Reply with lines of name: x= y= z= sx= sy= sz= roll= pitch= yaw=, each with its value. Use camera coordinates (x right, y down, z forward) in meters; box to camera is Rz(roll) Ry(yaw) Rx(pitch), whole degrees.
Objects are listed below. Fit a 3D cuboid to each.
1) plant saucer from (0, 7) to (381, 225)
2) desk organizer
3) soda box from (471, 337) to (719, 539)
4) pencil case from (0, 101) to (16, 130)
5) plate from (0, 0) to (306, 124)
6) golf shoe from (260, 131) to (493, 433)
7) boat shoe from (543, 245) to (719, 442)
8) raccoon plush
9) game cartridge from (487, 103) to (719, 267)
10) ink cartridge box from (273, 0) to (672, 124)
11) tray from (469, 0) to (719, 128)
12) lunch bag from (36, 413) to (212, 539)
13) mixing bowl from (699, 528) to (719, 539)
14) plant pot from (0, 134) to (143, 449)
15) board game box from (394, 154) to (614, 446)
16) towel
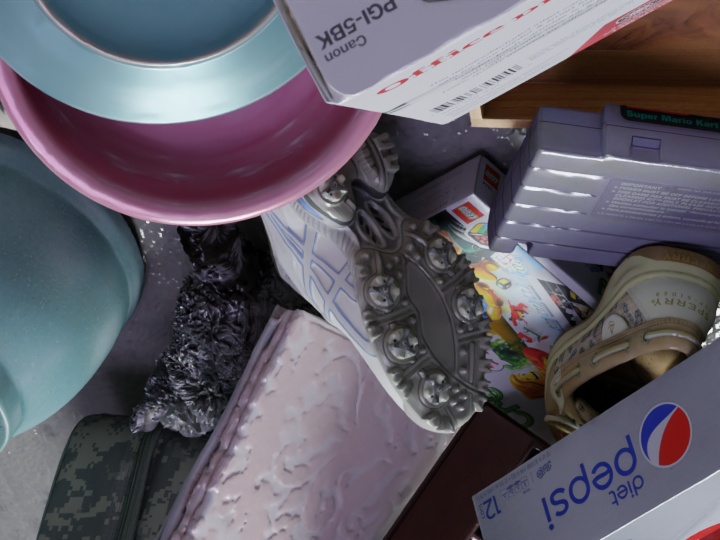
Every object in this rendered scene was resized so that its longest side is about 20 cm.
plant saucer: x=-0.080 y=-0.123 z=0.910 sx=0.200 sy=0.051 sz=0.201 roll=-3 pitch=109 yaw=-8
desk organizer: x=0.054 y=0.183 z=1.110 sx=0.072 sy=0.200 sz=0.077 roll=36 pitch=178 yaw=-23
soda box: x=0.154 y=0.106 z=0.985 sx=0.068 sy=0.064 sz=0.200 roll=15 pitch=139 yaw=-41
pencil case: x=-0.182 y=-0.119 z=0.985 sx=0.200 sy=0.078 sz=0.090 roll=14 pitch=124 yaw=1
plate: x=-0.091 y=-0.161 z=0.856 sx=0.200 sy=0.026 sz=0.200 roll=-2 pitch=109 yaw=-7
golf shoe: x=0.000 y=0.000 z=1.032 sx=0.097 sy=0.078 sz=0.200 roll=-28 pitch=88 yaw=56
boat shoe: x=0.143 y=0.062 z=1.039 sx=0.073 sy=0.063 sz=0.200 roll=12 pitch=147 yaw=-1
raccoon plush: x=-0.099 y=0.018 z=1.139 sx=0.134 sy=0.097 sz=0.200 roll=-4 pitch=110 yaw=39
game cartridge: x=0.174 y=-0.036 z=0.960 sx=0.200 sy=0.038 sz=0.130 roll=7 pitch=152 yaw=-6
ink cartridge box: x=0.056 y=-0.131 z=0.775 sx=0.147 sy=0.200 sz=0.083 roll=-27 pitch=85 yaw=13
tray: x=0.149 y=-0.114 z=0.919 sx=0.200 sy=0.037 sz=0.099 roll=3 pitch=139 yaw=15
lunch bag: x=-0.100 y=0.188 z=1.239 sx=0.167 sy=0.140 sz=0.200 roll=2 pitch=150 yaw=17
mixing bowl: x=0.258 y=0.104 z=1.038 sx=0.200 sy=0.200 sz=0.108 roll=-26 pitch=102 yaw=38
plant pot: x=-0.244 y=0.029 z=1.123 sx=0.200 sy=0.134 sz=0.200 roll=9 pitch=139 yaw=8
board game box: x=0.089 y=0.026 z=1.098 sx=0.200 sy=0.035 sz=0.126 roll=39 pitch=135 yaw=-25
towel: x=-0.030 y=0.132 z=1.111 sx=0.032 sy=0.200 sz=0.191 roll=26 pitch=179 yaw=42
